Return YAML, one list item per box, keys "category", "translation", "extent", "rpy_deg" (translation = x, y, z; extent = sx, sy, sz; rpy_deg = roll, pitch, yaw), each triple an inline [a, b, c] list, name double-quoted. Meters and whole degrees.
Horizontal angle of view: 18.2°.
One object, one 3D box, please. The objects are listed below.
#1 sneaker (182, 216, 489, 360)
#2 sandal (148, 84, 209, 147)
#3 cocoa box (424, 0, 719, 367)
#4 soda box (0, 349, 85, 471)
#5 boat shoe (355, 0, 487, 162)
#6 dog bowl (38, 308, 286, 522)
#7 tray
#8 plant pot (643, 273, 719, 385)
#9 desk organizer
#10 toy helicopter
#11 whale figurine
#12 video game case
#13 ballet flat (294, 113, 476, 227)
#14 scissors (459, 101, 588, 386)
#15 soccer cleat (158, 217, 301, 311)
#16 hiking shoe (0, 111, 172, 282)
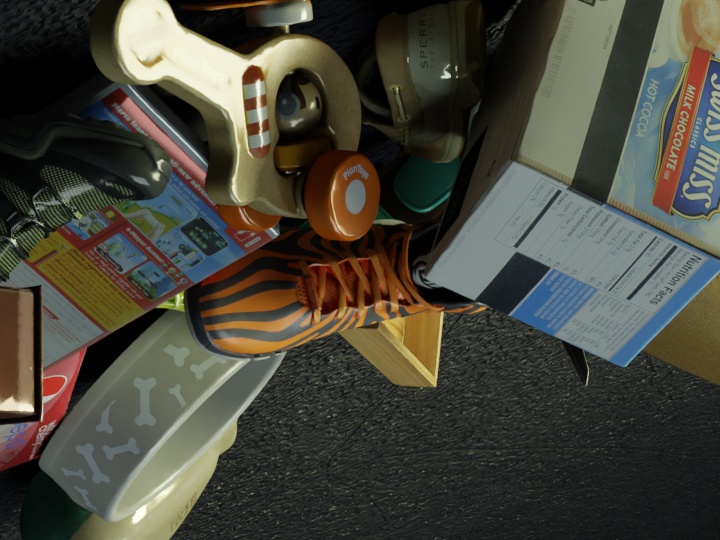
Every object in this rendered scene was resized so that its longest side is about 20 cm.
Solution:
- category: "sneaker"
  translation: [0.000, 0.000, 1.287]
  extent: [0.200, 0.078, 0.112]
  rpy_deg: [-17, -174, -41]
- category: "sandal"
  translation: [-0.073, -0.072, 1.250]
  extent: [0.200, 0.054, 0.080]
  rpy_deg: [2, 147, -43]
- category: "cocoa box"
  translation: [0.139, -0.075, 1.250]
  extent: [0.131, 0.200, 0.133]
  rpy_deg: [25, 145, -7]
- category: "soda box"
  translation: [-0.220, 0.059, 1.398]
  extent: [0.063, 0.070, 0.200]
  rpy_deg: [-19, 161, -23]
- category: "boat shoe"
  translation: [0.030, -0.110, 1.284]
  extent: [0.066, 0.074, 0.200]
  rpy_deg: [0, 166, -4]
- category: "dog bowl"
  translation: [-0.126, 0.088, 1.510]
  extent: [0.200, 0.059, 0.200]
  rpy_deg: [-45, 171, -9]
- category: "tray"
  translation: [0.022, 0.013, 1.548]
  extent: [0.037, 0.099, 0.200]
  rpy_deg: [3, 167, 13]
- category: "plant pot"
  translation: [0.195, -0.024, 1.433]
  extent: [0.186, 0.200, 0.186]
  rpy_deg: [-44, 169, -11]
- category: "desk organizer"
  translation: [-0.267, 0.049, 1.184]
  extent: [0.200, 0.072, 0.077]
  rpy_deg: [-8, 169, 33]
- category: "toy helicopter"
  translation: [-0.061, -0.100, 1.131]
  extent: [0.079, 0.133, 0.200]
  rpy_deg: [7, 168, 37]
- category: "whale figurine"
  translation: [-0.180, 0.160, 1.730]
  extent: [0.200, 0.104, 0.159]
  rpy_deg: [-46, 167, -18]
- category: "video game case"
  translation: [-0.165, -0.017, 1.221]
  extent: [0.200, 0.017, 0.143]
  rpy_deg: [-29, 130, 18]
- category: "ballet flat"
  translation: [0.020, -0.032, 1.421]
  extent: [0.200, 0.071, 0.071]
  rpy_deg: [-42, 165, -11]
- category: "scissors"
  translation: [0.094, -0.021, 1.304]
  extent: [0.073, 0.200, 0.014]
  rpy_deg: [0, 150, 0]
- category: "soccer cleat"
  translation: [-0.092, 0.005, 1.395]
  extent: [0.200, 0.084, 0.065]
  rpy_deg: [-6, 153, -48]
- category: "hiking shoe"
  translation: [-0.188, -0.016, 1.120]
  extent: [0.200, 0.101, 0.076]
  rpy_deg: [-9, 164, 8]
